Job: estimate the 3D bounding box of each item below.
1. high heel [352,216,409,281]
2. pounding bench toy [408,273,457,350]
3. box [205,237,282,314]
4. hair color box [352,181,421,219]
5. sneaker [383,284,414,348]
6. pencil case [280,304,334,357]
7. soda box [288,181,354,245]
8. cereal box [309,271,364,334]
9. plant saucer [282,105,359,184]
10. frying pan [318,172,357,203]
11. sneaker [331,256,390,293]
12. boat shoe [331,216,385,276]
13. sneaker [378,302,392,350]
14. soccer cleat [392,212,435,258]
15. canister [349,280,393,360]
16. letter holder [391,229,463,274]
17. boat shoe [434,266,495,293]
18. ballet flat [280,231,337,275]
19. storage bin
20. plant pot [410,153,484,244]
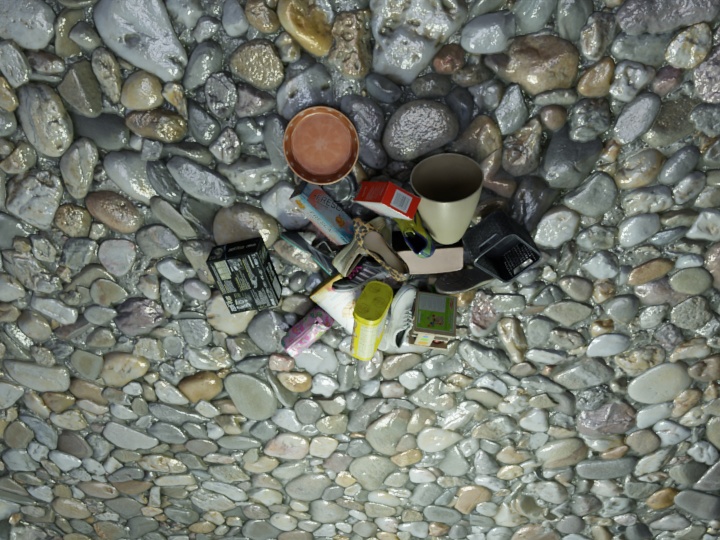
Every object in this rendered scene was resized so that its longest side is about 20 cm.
[{"bbox_3d":[0.058,-0.061,1.485,0.071,0.142,0.201,-40,111,-11],"label":"high heel"},{"bbox_3d":[0.221,0.124,1.711,0.122,0.202,0.156,7,157,0],"label":"pounding bench toy"},{"bbox_3d":[-0.344,0.018,1.677,0.162,0.087,0.202,-11,123,10],"label":"box"},{"bbox_3d":[0.064,-0.183,1.444,0.101,0.200,0.062,25,88,-23],"label":"hair color box"},{"bbox_3d":[0.128,0.138,1.642,0.072,0.071,0.202,-9,124,-37],"label":"sneaker"},{"bbox_3d":[-0.171,0.195,1.789,0.087,0.088,0.200,36,122,-21],"label":"pencil case"},{"bbox_3d":[-0.100,-0.159,1.544,0.200,0.064,0.068,43,151,-25],"label":"soda box"},{"bbox_3d":[-0.040,0.096,1.744,0.143,0.040,0.200,-38,115,22],"label":"cereal box"},{"bbox_3d":[-0.102,-0.325,1.446,0.197,0.032,0.203,0,114,-1],"label":"plant saucer"},{"bbox_3d":[-0.038,-0.209,1.544,0.190,0.031,0.115,40,119,-19],"label":"frying pan"},{"bbox_3d":[0.000,0.000,1.640,0.198,0.074,0.088,-22,111,-10],"label":"sneaker"},{"bbox_3d":[0.006,-0.068,1.584,0.200,0.072,0.065,-45,72,10],"label":"boat shoe"},{"bbox_3d":[0.099,0.162,1.767,0.077,0.082,0.201,37,130,15],"label":"sneaker"},{"bbox_3d":[0.132,-0.120,1.508,0.065,0.201,0.083,-42,157,24],"label":"soccer cleat"},{"bbox_3d":[0.028,0.152,1.638,0.086,0.149,0.201,20,138,12],"label":"canister"},{"bbox_3d":[0.192,-0.033,1.610,0.197,0.101,0.144,-3,127,5],"label":"letter holder"},{"bbox_3d":[0.312,0.036,1.644,0.197,0.075,0.074,-12,154,-8],"label":"boat shoe"},{"bbox_3d":[-0.138,-0.068,1.627,0.199,0.073,0.073,38,119,-14],"label":"ballet flat"},{"bbox_3d":[0.392,-0.063,1.540,0.135,0.094,0.199,-39,140,25],"label":"storage bin"},{"bbox_3d":[0.230,-0.171,1.479,0.185,0.189,0.201,-5,139,6],"label":"plant pot"}]
